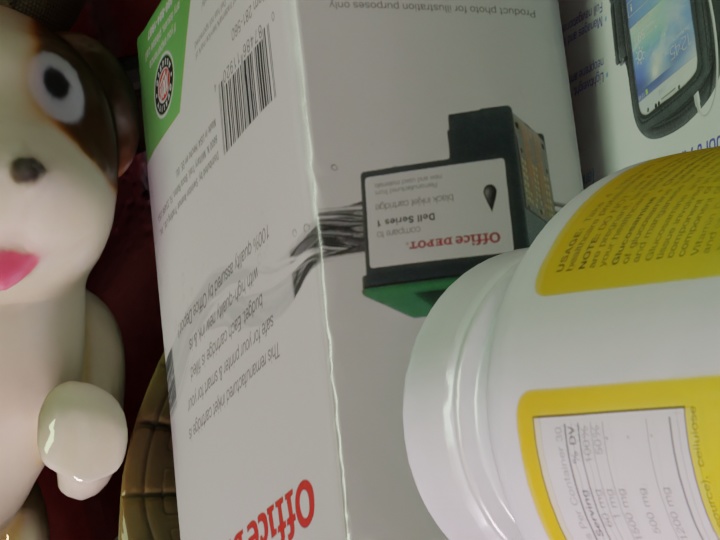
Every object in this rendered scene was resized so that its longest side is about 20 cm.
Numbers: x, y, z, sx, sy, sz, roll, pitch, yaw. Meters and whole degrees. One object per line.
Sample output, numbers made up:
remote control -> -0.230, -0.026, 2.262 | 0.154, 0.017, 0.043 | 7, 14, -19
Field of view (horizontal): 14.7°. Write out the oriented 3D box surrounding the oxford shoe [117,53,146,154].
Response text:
oxford shoe -> -0.125, -0.005, 0.953 | 0.200, 0.073, 0.085 | -35, 86, 27

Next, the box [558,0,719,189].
box -> 0.087, -0.060, 0.745 | 0.119, 0.041, 0.201 | 156, 115, -64

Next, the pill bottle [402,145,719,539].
pill bottle -> 0.097, 0.027, 0.594 | 0.200, 0.112, 0.113 | -8, 75, 56

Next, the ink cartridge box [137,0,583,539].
ink cartridge box -> 0.000, 0.000, 0.777 | 0.146, 0.084, 0.201 | 136, 130, -64

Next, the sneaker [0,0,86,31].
sneaker -> -0.131, -0.092, 0.960 | 0.075, 0.071, 0.200 | -40, 16, -17

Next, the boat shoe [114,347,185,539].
boat shoe -> -0.047, 0.100, 0.843 | 0.066, 0.071, 0.202 | 136, 143, -64

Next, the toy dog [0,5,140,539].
toy dog -> -0.131, 0.015, 0.849 | 0.194, 0.139, 0.201 | -111, 37, -56
